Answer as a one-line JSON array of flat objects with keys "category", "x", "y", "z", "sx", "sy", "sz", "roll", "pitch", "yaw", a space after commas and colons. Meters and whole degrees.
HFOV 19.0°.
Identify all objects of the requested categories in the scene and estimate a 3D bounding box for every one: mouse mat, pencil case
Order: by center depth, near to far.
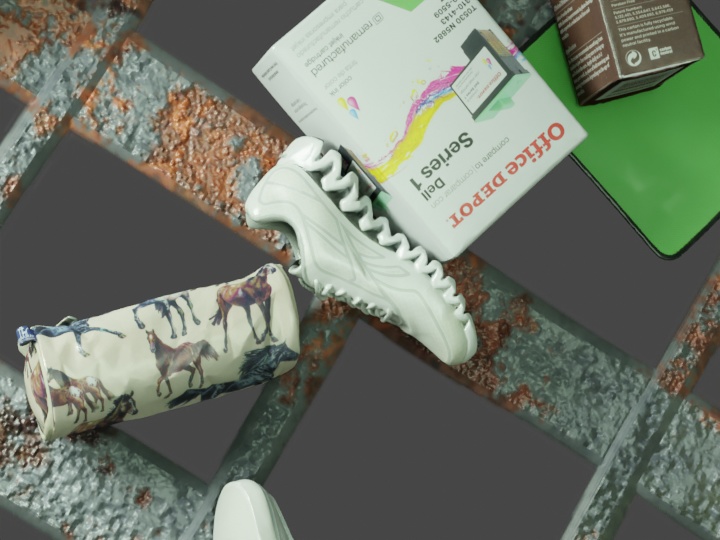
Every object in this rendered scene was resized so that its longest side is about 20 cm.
[{"category": "pencil case", "x": -0.137, "y": 0.052, "z": 1.497, "sx": 0.199, "sy": 0.078, "sz": 0.090, "roll": -15, "pitch": 60, "yaw": -15}, {"category": "mouse mat", "x": 0.223, "y": -0.128, "z": 1.638, "sx": 0.161, "sy": 0.008, "sz": 0.200, "roll": -43, "pitch": 95, "yaw": -14}]

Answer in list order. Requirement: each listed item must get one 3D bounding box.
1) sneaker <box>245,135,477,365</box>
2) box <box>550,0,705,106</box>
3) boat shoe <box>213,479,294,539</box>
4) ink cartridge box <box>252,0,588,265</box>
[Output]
[{"category": "sneaker", "x": 0.000, "y": 0.000, "z": 1.536, "sx": 0.200, "sy": 0.075, "sz": 0.081, "roll": 46, "pitch": 70, "yaw": 3}, {"category": "box", "x": 0.181, "y": -0.232, "z": 1.587, "sx": 0.075, "sy": 0.100, "sz": 0.201, "roll": -15, "pitch": 86, "yaw": -14}, {"category": "boat shoe", "x": -0.048, "y": 0.242, "z": 1.507, "sx": 0.068, "sy": 0.072, "sz": 0.201, "roll": -11, "pitch": 80, "yaw": -35}, {"category": "ink cartridge box", "x": 0.044, "y": -0.121, "z": 1.554, "sx": 0.145, "sy": 0.084, "sz": 0.200, "roll": -42, "pitch": 95, "yaw": -14}]
